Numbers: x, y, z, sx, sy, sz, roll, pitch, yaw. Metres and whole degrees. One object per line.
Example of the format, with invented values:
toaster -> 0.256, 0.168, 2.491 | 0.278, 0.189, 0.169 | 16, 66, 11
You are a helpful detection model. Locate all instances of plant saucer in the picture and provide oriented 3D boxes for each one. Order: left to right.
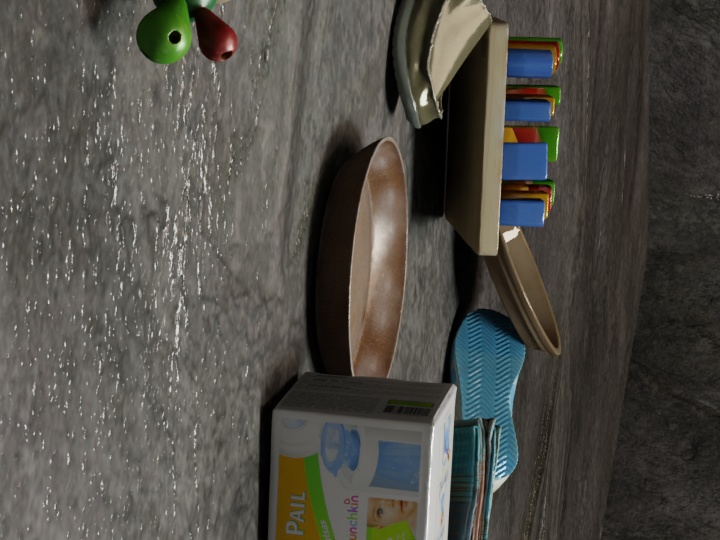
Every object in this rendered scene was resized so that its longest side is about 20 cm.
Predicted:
plant saucer -> 0.000, 0.000, 1.517 | 0.200, 0.034, 0.200 | 4, 90, -77
plant saucer -> 0.152, -0.004, 2.058 | 0.200, 0.029, 0.200 | -23, 90, -80

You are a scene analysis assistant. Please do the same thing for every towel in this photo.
towel -> 0.039, 0.186, 1.526 | 0.200, 0.022, 0.147 | -14, -113, 61

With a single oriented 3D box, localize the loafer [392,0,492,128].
loafer -> 0.071, -0.209, 1.681 | 0.075, 0.070, 0.200 | 67, 29, -64

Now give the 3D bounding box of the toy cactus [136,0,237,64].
toy cactus -> -0.071, -0.186, 1.034 | 0.165, 0.102, 0.200 | 87, 2, -73

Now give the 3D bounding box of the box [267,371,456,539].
box -> 0.000, 0.181, 1.390 | 0.101, 0.112, 0.200 | -46, 139, -74

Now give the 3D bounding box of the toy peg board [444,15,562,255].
toy peg board -> 0.141, -0.128, 1.827 | 0.199, 0.098, 0.200 | -120, -149, -77

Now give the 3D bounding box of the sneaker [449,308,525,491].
sneaker -> 0.116, 0.129, 2.026 | 0.081, 0.076, 0.200 | 118, -17, -56
